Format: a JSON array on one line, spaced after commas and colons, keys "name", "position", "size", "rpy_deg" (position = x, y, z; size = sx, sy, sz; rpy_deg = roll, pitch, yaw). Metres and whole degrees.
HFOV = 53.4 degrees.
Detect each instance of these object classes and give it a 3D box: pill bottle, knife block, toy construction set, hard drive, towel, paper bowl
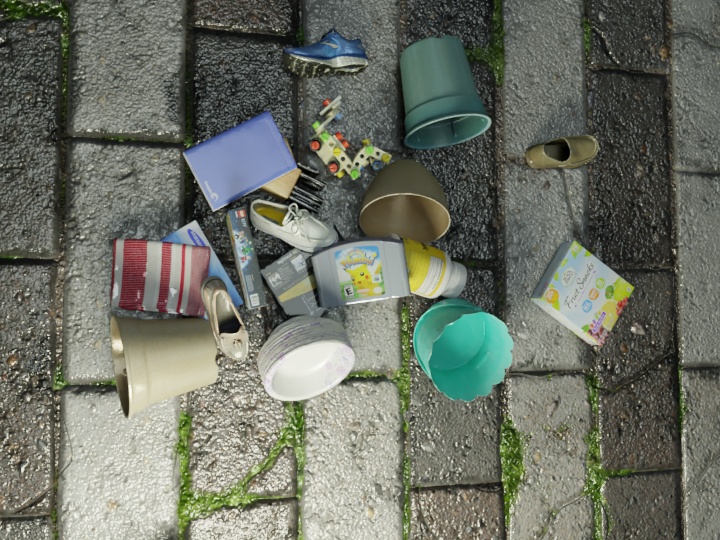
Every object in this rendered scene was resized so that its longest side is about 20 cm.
[{"name": "pill bottle", "position": [0.134, -0.002, 1.595], "size": [0.198, 0.111, 0.113], "rpy_deg": [19, 82, -23]}, {"name": "knife block", "position": [-0.179, -0.185, 1.549], "size": [0.197, 0.064, 0.178], "rpy_deg": [-20, 91, -16]}, {"name": "toy construction set", "position": [-0.036, -0.284, 1.580], "size": [0.131, 0.092, 0.201], "rpy_deg": [-37, 89, 10]}, {"name": "hard drive", "position": [-0.248, -0.229, 1.487], "size": [0.198, 0.025, 0.133], "rpy_deg": [-29, 95, -15]}, {"name": "towel", "position": [-0.409, 0.014, 1.461], "size": [0.197, 0.023, 0.147], "rpy_deg": [6, 94, -1]}, {"name": "paper bowl", "position": [-0.118, 0.173, 1.490], "size": [0.198, 0.202, 0.105], "rpy_deg": [-16, 54, -16]}]

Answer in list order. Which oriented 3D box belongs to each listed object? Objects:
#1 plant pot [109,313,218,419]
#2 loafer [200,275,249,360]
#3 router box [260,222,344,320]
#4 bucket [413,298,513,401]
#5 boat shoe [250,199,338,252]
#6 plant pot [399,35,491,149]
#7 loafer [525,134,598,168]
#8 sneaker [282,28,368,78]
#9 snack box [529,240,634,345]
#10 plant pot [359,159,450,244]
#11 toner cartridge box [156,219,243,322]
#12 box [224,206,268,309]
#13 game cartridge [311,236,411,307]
[{"name": "plant pot", "position": [-0.386, 0.173, 1.420], "size": [0.181, 0.200, 0.204], "rpy_deg": [-8, 89, -27]}, {"name": "loafer", "position": [-0.274, 0.108, 1.466], "size": [0.071, 0.063, 0.202], "rpy_deg": [-27, 121, -19]}, {"name": "router box", "position": [-0.101, 0.017, 1.564], "size": [0.199, 0.052, 0.159], "rpy_deg": [-33, 95, -15]}, {"name": "bucket", "position": [0.219, 0.166, 1.575], "size": [0.204, 0.135, 0.211], "rpy_deg": [-4, 107, -14]}, {"name": "boat shoe", "position": [-0.142, -0.106, 1.511], "size": [0.199, 0.086, 0.075], "rpy_deg": [22, 67, 9]}, {"name": "plant pot", "position": [0.177, -0.401, 1.603], "size": [0.197, 0.200, 0.199], "rpy_deg": [-7, 81, -15]}, {"name": "loafer", "position": [0.501, -0.287, 1.740], "size": [0.197, 0.067, 0.077], "rpy_deg": [-14, 91, -16]}, {"name": "sneaker", "position": [-0.081, -0.486, 1.595], "size": [0.197, 0.078, 0.091], "rpy_deg": [-7, 81, -24]}, {"name": "snack box", "position": [0.535, 0.055, 1.730], "size": [0.199, 0.068, 0.170], "rpy_deg": [34, 79, -9]}, {"name": "plant pot", "position": [0.097, -0.163, 1.573], "size": [0.197, 0.201, 0.136], "rpy_deg": [11, 59, -14]}, {"name": "toner cartridge box", "position": [-0.337, 0.006, 1.505], "size": [0.094, 0.043, 0.202], "rpy_deg": [-31, 95, -15]}, {"name": "box", "position": [-0.239, -0.022, 1.485], "size": [0.037, 0.136, 0.203], "rpy_deg": [-13, 91, -13]}, {"name": "game cartridge", "position": [0.000, 0.000, 1.501], "size": [0.197, 0.041, 0.135], "rpy_deg": [-9, 102, 6]}]
